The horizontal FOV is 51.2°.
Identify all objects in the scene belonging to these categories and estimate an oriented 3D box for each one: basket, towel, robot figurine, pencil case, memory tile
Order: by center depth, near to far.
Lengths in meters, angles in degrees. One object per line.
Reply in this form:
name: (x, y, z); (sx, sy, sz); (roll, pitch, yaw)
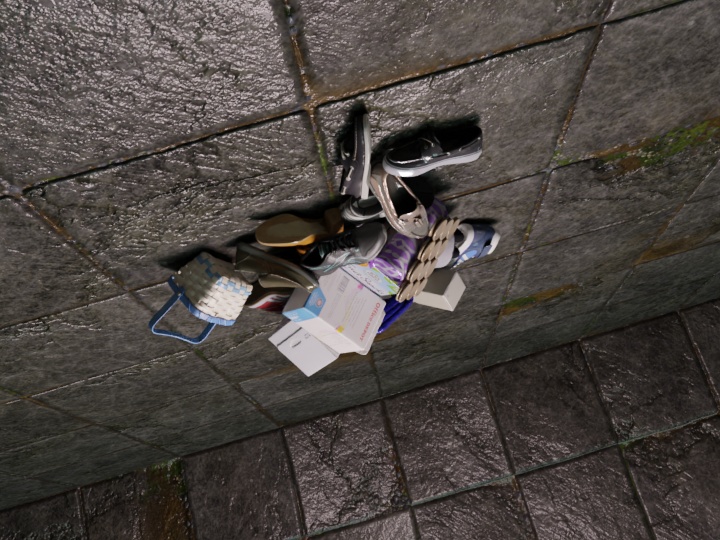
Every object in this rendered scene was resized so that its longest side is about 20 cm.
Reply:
pencil case: (0.104, -0.072, 1.579); (0.201, 0.085, 0.084); (-52, 152, -22)
memory tile: (0.142, -0.026, 1.588); (0.202, 0.017, 0.153); (-62, 163, 16)
basket: (-0.343, 0.070, 1.626); (0.201, 0.139, 0.176); (-51, 153, 5)
robot figurine: (0.134, -0.067, 1.701); (0.197, 0.153, 0.124); (-4, 172, -26)
towel: (0.041, 0.111, 1.905); (0.147, 0.050, 0.199); (-42, -172, -24)

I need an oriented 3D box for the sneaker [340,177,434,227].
sneaker: (0.047, -0.141, 1.551); (0.197, 0.077, 0.115); (-10, 176, -26)

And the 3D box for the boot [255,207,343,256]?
boot: (-0.127, -0.063, 1.581); (0.198, 0.072, 0.144); (-15, 158, -18)

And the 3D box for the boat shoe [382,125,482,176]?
boat shoe: (0.136, -0.227, 1.382); (0.196, 0.071, 0.067); (-9, 142, -10)

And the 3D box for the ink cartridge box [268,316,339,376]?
ink cartridge box: (-0.100, 0.127, 1.852); (0.145, 0.145, 0.201); (-37, -167, 46)

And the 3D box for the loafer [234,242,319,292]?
loafer: (-0.179, 0.007, 1.579); (0.197, 0.071, 0.075); (23, 179, 13)

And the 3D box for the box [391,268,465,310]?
box: (0.157, 0.035, 1.884); (0.198, 0.083, 0.069); (13, 151, 42)

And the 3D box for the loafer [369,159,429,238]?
loafer: (0.080, -0.128, 1.456); (0.072, 0.063, 0.200); (-47, 125, -9)

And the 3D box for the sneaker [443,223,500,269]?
sneaker: (0.267, -0.047, 1.911); (0.144, 0.082, 0.200); (4, 146, -35)

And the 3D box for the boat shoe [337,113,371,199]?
boat shoe: (-0.011, -0.199, 1.329); (0.059, 0.075, 0.201); (4, 153, 1)

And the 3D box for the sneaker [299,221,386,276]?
sneaker: (-0.036, -0.041, 1.532); (0.198, 0.077, 0.079); (-27, 161, 25)

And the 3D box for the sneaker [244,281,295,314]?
sneaker: (-0.181, 0.050, 1.830); (0.197, 0.073, 0.112); (-19, 157, 28)

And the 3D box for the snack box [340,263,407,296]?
snack box: (0.000, 0.000, 1.690); (0.142, 0.054, 0.199); (38, 154, -26)

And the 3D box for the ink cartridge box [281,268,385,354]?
ink cartridge box: (-0.051, 0.093, 1.701); (0.199, 0.130, 0.125); (37, 155, -19)

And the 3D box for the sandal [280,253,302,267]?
sandal: (-0.168, -0.010, 1.689); (0.074, 0.049, 0.199); (-5, 179, -37)
